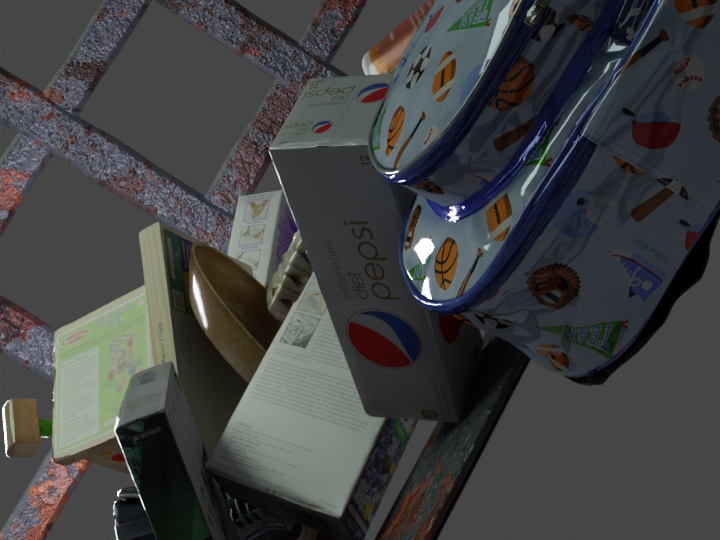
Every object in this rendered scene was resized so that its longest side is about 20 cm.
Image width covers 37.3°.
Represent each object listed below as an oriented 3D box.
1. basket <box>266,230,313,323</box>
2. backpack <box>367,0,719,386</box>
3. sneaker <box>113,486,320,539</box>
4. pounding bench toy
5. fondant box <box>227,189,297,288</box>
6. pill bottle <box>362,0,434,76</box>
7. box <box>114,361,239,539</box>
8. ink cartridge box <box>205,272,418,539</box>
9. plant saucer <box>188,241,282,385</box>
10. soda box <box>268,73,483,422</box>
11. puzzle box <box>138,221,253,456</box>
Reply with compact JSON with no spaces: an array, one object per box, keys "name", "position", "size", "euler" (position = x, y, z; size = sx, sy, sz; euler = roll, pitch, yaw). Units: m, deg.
[{"name":"basket","position":[0.000,0.000,0.879],"size":[0.124,0.134,0.200],"euler":[-60,6,1]},{"name":"backpack","position":[0.089,-0.059,0.461],"size":[0.200,0.152,0.193],"euler":[-112,44,-78]},{"name":"sneaker","position":[-0.111,0.183,0.812],"size":[0.203,0.144,0.078],"euler":[123,139,-59]},{"name":"pounding bench toy","position":[-0.203,0.126,0.963],"size":[0.198,0.156,0.126],"euler":[-24,57,23]},{"name":"fondant box","position":[-0.089,0.039,1.130],"size":[0.145,0.057,0.202],"euler":[54,-146,-51]},{"name":"pill bottle","position":[0.107,-0.216,0.997],"size":[0.199,0.112,0.112],"euler":[-38,13,16]},{"name":"box","position":[-0.105,0.170,0.691],"size":[0.036,0.203,0.144],"euler":[-21,9,-5]},{"name":"ink cartridge box","position":[-0.009,0.072,0.725],"size":[0.202,0.108,0.051],"euler":[-62,-32,-26]},{"name":"plant saucer","position":[-0.075,0.061,0.863],"size":[0.035,0.200,0.200],"euler":[-43,8,5]},{"name":"soda box","position":[0.015,-0.007,0.600],"size":[0.069,0.063,0.202],"euler":[-65,-34,-44]},{"name":"puzzle box","position":[-0.125,0.070,0.899],"size":[0.025,0.133,0.203],"euler":[-24,61,24]}]
